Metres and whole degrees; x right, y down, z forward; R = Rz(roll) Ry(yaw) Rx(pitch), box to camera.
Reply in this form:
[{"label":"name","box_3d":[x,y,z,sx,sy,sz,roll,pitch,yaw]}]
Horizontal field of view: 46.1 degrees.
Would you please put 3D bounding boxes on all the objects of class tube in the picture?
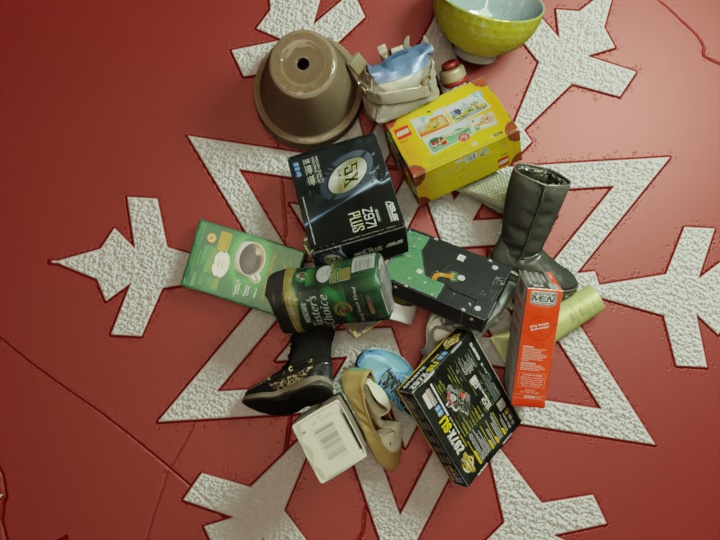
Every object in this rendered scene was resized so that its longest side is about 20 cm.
[{"label":"tube","box_3d":[0.327,0.098,1.467,0.198,0.052,0.059,-31,57,2]}]

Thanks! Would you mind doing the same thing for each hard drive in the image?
[{"label":"hard drive","box_3d":[0.139,0.013,1.422,0.197,0.038,0.140,22,47,15]}]

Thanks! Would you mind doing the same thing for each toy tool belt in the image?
[{"label":"toy tool belt","box_3d":[0.082,-0.345,1.446,0.197,0.125,0.125,-27,114,-9]}]

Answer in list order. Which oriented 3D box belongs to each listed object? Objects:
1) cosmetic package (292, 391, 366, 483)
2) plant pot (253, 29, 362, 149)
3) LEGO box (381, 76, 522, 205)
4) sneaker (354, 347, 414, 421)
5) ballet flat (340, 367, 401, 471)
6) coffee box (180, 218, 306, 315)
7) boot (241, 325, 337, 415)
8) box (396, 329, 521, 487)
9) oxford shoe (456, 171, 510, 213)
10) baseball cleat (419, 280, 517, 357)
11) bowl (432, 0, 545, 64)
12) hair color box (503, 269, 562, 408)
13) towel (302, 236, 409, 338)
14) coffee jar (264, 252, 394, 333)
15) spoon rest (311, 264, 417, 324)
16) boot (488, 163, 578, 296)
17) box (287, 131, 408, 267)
[{"label":"cosmetic package","box_3d":[-0.047,0.266,1.375,0.086,0.200,0.105,-29,87,-3]},{"label":"plant pot","box_3d":[-0.094,-0.324,1.441,0.196,0.175,0.205,0,85,1]},{"label":"LEGO box","box_3d":[0.156,-0.223,1.448,0.197,0.078,0.150,-24,53,-2]},{"label":"sneaker","box_3d":[0.078,0.200,1.435,0.199,0.090,0.079,36,86,3]},{"label":"ballet flat","box_3d":[0.031,0.251,1.413,0.062,0.069,0.202,-16,111,35]},{"label":"coffee box","box_3d":[-0.202,-0.002,1.477,0.196,0.044,0.125,16,86,2]},{"label":"boot","box_3d":[-0.114,0.157,1.437,0.073,0.198,0.153,32,52,-34]},{"label":"box","box_3d":[0.166,0.224,1.391,0.159,0.049,0.202,-41,111,-27]},{"label":"oxford shoe","box_3d":[0.209,-0.156,1.487,0.198,0.058,0.076,30,84,17]},{"label":"baseball cleat","box_3d":[0.181,0.077,1.456,0.106,0.070,0.201,40,85,1]},{"label":"bowl","box_3d":[0.211,-0.426,1.471,0.196,0.202,0.109,14,128,1]},{"label":"hair color box","box_3d":[0.283,0.112,1.398,0.060,0.102,0.204,4,107,1]},{"label":"towel","box_3d":[0.000,0.000,1.488,0.142,0.023,0.203,-28,86,-2]},{"label":"coffee jar","box_3d":[-0.050,0.040,1.360,0.196,0.105,0.086,-10,41,14]},{"label":"spoon rest","box_3d":[0.001,0.045,1.439,0.196,0.061,0.101,18,97,1]},{"label":"boot","box_3d":[0.311,-0.067,1.417,0.178,0.073,0.203,16,120,-1]},{"label":"box","box_3d":[-0.022,-0.112,1.429,0.161,0.087,0.203,-15,61,-1]}]
